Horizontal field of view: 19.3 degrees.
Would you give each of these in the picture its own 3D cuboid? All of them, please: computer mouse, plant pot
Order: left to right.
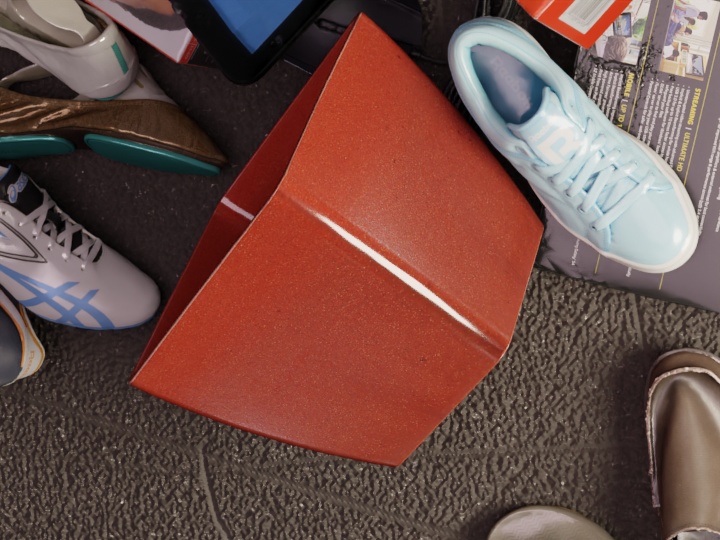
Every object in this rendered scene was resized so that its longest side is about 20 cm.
[{"bbox_3d":[0.000,0.000,1.321,0.175,0.201,0.200,32,130,-9],"label":"plant pot"},{"bbox_3d":[0.008,-0.181,1.388,0.199,0.046,0.141,27,102,8],"label":"computer mouse"}]

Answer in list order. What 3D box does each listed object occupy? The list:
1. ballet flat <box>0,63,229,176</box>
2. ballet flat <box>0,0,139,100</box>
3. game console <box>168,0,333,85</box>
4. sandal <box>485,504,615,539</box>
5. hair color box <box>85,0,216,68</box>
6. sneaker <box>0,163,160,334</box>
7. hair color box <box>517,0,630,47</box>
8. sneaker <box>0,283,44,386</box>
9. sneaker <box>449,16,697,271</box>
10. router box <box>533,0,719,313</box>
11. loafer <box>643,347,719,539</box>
[{"bbox_3d":[-0.182,-0.108,1.436,0.198,0.068,0.073,5,78,15],"label":"ballet flat"},{"bbox_3d":[-0.232,-0.181,1.411,0.199,0.069,0.070,29,102,20],"label":"ballet flat"},{"bbox_3d":[-0.079,-0.244,1.261,0.172,0.119,0.200,30,114,-39],"label":"game console"},{"bbox_3d":[0.153,0.224,1.369,0.081,0.055,0.200,-36,58,-1],"label":"sandal"},{"bbox_3d":[-0.160,-0.227,1.393,0.199,0.061,0.102,34,102,17],"label":"hair color box"},{"bbox_3d":[-0.221,-0.024,1.424,0.199,0.072,0.073,30,131,-7],"label":"sneaker"},{"bbox_3d":[0.079,-0.232,1.304,0.061,0.101,0.200,-47,69,14],"label":"hair color box"},{"bbox_3d":[-0.292,0.008,1.464,0.079,0.079,0.200,-50,60,21],"label":"sneaker"},{"bbox_3d":[0.122,-0.073,1.294,0.200,0.082,0.074,44,105,8],"label":"sneaker"},{"bbox_3d":[0.201,-0.082,1.354,0.148,0.051,0.202,14,98,10],"label":"router box"},{"bbox_3d":[0.226,0.151,1.368,0.072,0.071,0.202,-10,94,13],"label":"loafer"}]
